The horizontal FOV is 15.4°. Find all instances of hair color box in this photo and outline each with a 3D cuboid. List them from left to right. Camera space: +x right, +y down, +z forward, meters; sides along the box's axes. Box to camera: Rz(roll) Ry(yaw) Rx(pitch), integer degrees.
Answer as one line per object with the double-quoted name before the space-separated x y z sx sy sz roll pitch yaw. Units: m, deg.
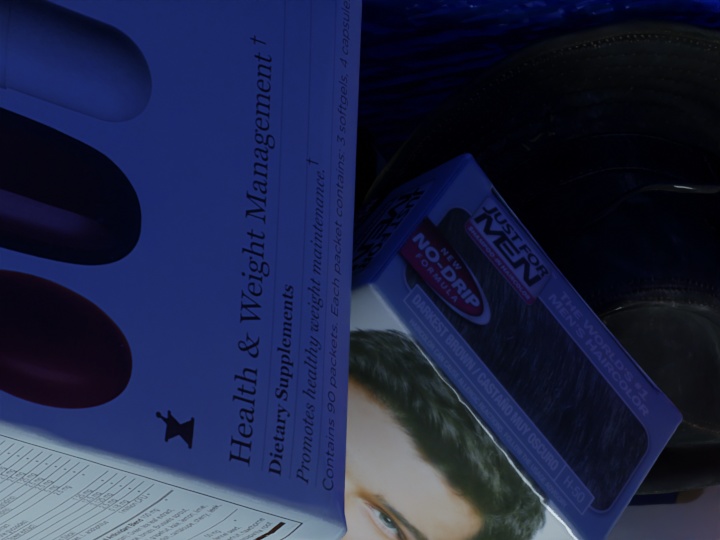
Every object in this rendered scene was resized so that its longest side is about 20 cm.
"hair color box" -0.013 0.050 0.782 0.099 0.061 0.200 49 140 -13

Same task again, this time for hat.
"hat" 0.087 0.019 0.816 0.200 0.081 0.201 -17 136 -17

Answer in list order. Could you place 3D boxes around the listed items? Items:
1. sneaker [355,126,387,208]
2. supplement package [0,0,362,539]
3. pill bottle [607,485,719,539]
"sneaker" 0.000 0.000 0.873 0.072 0.072 0.200 -10 149 44
"supplement package" -0.120 -0.023 0.691 0.199 0.192 0.147 19 149 -32
"pill bottle" 0.048 0.125 0.932 0.199 0.112 0.111 -4 154 22
